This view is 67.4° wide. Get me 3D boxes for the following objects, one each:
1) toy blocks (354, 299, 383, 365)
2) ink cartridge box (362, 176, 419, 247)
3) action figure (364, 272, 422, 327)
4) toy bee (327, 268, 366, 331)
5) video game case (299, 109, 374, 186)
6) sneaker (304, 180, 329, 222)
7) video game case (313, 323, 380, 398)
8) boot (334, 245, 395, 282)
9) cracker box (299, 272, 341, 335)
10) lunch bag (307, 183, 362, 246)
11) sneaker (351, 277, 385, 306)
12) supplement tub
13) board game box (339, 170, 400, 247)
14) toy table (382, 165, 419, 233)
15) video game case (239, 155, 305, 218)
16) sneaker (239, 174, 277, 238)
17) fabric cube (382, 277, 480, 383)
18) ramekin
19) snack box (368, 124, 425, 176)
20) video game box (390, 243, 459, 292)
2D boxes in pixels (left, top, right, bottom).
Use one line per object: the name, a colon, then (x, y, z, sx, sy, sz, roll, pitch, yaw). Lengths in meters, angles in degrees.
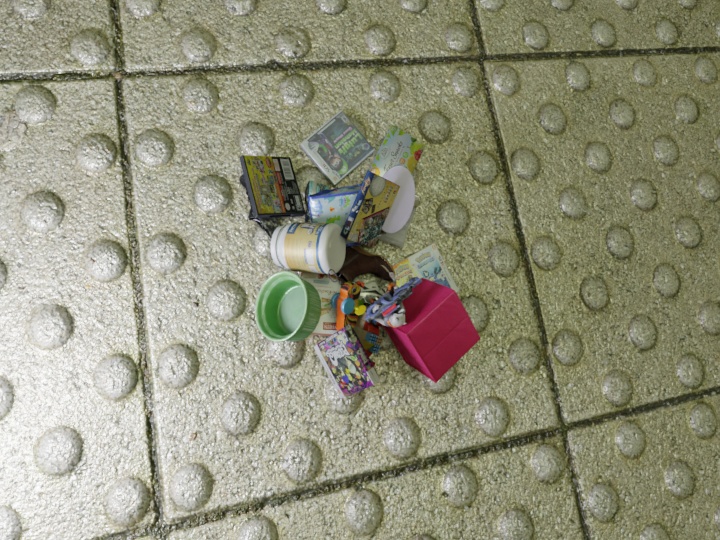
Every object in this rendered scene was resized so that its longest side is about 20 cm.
toy blocks: (0.012, 0.205, 1.632, 0.098, 0.135, 0.206, 20, 88, -38)
ink cartridge box: (0.078, -0.196, 1.797, 0.194, 0.045, 0.181, 19, 101, -4)
action figure: (0.105, 0.091, 1.589, 0.197, 0.195, 0.106, -32, 122, 8)
toy bee: (-0.027, 0.083, 1.592, 0.107, 0.204, 0.131, -24, 52, -34)
video game case: (-0.076, -0.415, 1.825, 0.199, 0.023, 0.183, -42, 91, -18)
sneaker: (-0.134, -0.189, 1.738, 0.083, 0.077, 0.208, 5, 78, -16)
video game case: (-0.045, 0.273, 1.601, 0.035, 0.199, 0.185, -26, 85, -39)
boot: (0.000, 0.000, 1.702, 0.197, 0.073, 0.166, 35, 43, 9)
cracker box: (-0.130, 0.097, 1.688, 0.129, 0.058, 0.208, 5, 78, -12)
lunch bag: (-0.061, -0.167, 1.693, 0.194, 0.127, 0.176, -13, 108, -15)
sneaker: (0.056, 0.079, 1.728, 0.195, 0.074, 0.091, 23, 76, -8)
supplement tub: (-0.155, -0.068, 1.609, 0.194, 0.144, 0.150, 4, 74, 25)
board game box: (0.030, -0.178, 1.600, 0.134, 0.034, 0.205, 12, 105, -51)
toy table: (0.106, -0.228, 1.710, 0.179, 0.117, 0.205, 22, 100, -5)
video game case: (-0.276, -0.265, 1.701, 0.177, 0.025, 0.206, -7, 74, -39)
sneaker: (-0.325, -0.204, 1.702, 0.199, 0.060, 0.105, 41, 68, -6)
fabric cube: (0.209, 0.178, 1.646, 0.198, 0.195, 0.203, -40, 114, -14)
ramekin: (-0.209, 0.113, 1.599, 0.194, 0.097, 0.207, -8, 74, 30)
snack box: (0.119, -0.372, 1.847, 0.139, 0.053, 0.205, 27, 75, -5)
video game box: (0.205, 0.035, 1.789, 0.196, 0.047, 0.186, -27, 84, -17)
